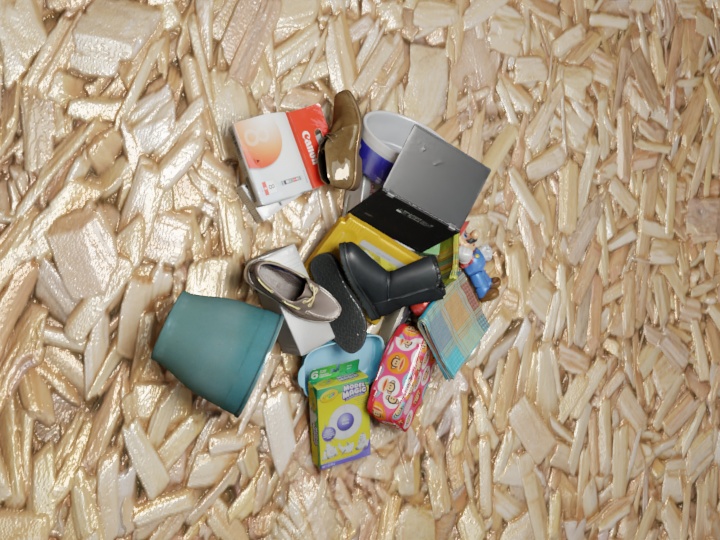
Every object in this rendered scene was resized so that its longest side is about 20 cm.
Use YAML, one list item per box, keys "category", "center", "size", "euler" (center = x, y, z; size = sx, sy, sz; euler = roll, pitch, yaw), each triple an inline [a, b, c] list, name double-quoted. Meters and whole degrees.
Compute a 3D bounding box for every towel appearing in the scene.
- category: "towel"
  center: [0.177, -0.069, 1.631]
  size: [0.018, 0.086, 0.202]
  euler: [11, 73, -20]
- category: "towel"
  center: [0.193, 0.108, 1.605]
  size: [0.200, 0.022, 0.147]
  euler: [-44, 111, -46]

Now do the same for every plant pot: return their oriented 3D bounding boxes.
- category: "plant pot"
  center: [-0.262, 0.132, 1.418]
  size: [0.187, 0.200, 0.201]
  euler: [26, 77, -7]

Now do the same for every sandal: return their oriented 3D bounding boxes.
- category: "sandal"
  center: [-0.033, 0.059, 1.528]
  size: [0.048, 0.075, 0.202]
  euler: [-11, 81, -66]

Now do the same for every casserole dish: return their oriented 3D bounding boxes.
- category: "casserole dish"
  center: [-0.039, 0.183, 1.577]
  size: [0.199, 0.039, 0.122]
  euler: [-11, 120, -25]

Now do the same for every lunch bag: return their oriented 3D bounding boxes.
- category: "lunch bag"
  center: [0.094, 0.221, 1.608]
  size: [0.201, 0.081, 0.176]
  euler: [-66, 155, -15]

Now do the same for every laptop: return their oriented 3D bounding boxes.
- category: "laptop"
  center: [0.111, -0.150, 1.525]
  size: [0.186, 0.200, 0.117]
  euler: [26, 59, -24]

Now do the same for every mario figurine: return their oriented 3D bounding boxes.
- category: "mario figurine"
  center: [0.249, -0.034, 1.704]
  size: [0.106, 0.123, 0.201]
  euler: [-38, 108, -9]

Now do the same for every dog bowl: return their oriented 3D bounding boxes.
- category: "dog bowl"
  center: [0.083, -0.235, 1.588]
  size: [0.199, 0.201, 0.079]
  euler: [9, 126, -25]

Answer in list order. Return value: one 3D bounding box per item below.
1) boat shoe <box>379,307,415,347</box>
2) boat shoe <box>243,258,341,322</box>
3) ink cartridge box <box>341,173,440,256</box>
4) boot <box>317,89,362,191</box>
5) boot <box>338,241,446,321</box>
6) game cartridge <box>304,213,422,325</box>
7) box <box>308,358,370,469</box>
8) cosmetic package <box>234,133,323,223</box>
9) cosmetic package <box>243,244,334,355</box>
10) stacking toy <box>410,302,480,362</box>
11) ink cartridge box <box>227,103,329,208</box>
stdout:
- category: "boat shoe"
  center: [0.099, 0.081, 1.650]
  size: [0.062, 0.073, 0.201]
  euler: [29, 71, -18]
- category: "boat shoe"
  center: [-0.115, 0.039, 1.439]
  size: [0.199, 0.059, 0.072]
  euler: [31, 75, -21]
- category: "ink cartridge box"
  center: [0.068, -0.116, 1.634]
  size: [0.199, 0.087, 0.146]
  euler: [10, 87, -23]
- category: "boot"
  center: [-0.043, -0.257, 1.535]
  size: [0.075, 0.073, 0.202]
  euler: [3, 80, -29]
- category: "boot"
  center: [0.065, -0.001, 1.519]
  size: [0.167, 0.077, 0.201]
  euler: [-20, 126, 10]
- category: "game cartridge"
  center: [0.000, 0.000, 1.575]
  size: [0.199, 0.033, 0.177]
  euler: [29, 113, -22]
- category: "box"
  center: [-0.040, 0.280, 1.559]
  size: [0.117, 0.048, 0.202]
  euler: [-11, 107, -26]
- category: "cosmetic package"
  center: [-0.141, -0.182, 1.559]
  size: [0.200, 0.051, 0.083]
  euler: [-38, 104, -22]
- category: "cosmetic package"
  center: [-0.137, 0.057, 1.519]
  size: [0.090, 0.107, 0.201]
  euler: [-24, 96, -25]
- category: "stacking toy"
  center: [0.166, 0.113, 1.646]
  size: [0.200, 0.085, 0.086]
  euler: [44, 70, -35]
- category: "ink cartridge box"
  center: [-0.133, -0.224, 1.512]
  size: [0.199, 0.050, 0.163]
  euler: [-21, 93, -21]
